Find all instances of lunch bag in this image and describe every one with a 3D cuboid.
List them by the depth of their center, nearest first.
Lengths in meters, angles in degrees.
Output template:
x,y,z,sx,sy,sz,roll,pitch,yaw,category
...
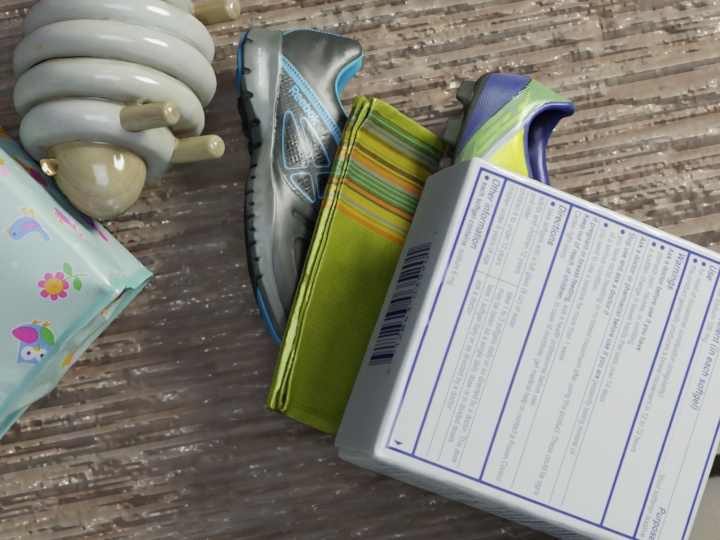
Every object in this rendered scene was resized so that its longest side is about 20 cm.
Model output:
x,y,z,sx,sy,sz,roll,pitch,yaw,category
-0.255,0.022,1.559,0.170,0.122,0.200,45,98,1,lunch bag

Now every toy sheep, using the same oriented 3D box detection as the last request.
x,y,z,sx,sy,sz,roll,pitch,yaw,category
-0.147,-0.125,1.574,0.137,0.138,0.201,8,68,1,toy sheep

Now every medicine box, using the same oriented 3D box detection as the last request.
x,y,z,sx,sy,sz,roll,pitch,yaw,category
0.113,0.057,1.515,0.199,0.103,0.183,21,82,-11,medicine box

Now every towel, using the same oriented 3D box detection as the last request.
x,y,z,sx,sy,sz,roll,pitch,yaw,category
0.000,0.000,1.584,0.018,0.086,0.201,9,80,43,towel

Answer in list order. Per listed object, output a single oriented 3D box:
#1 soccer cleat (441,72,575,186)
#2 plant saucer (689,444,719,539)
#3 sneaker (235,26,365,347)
x,y,z,sx,sy,sz,roll,pitch,yaw,category
0.080,-0.024,1.588,0.083,0.065,0.201,13,81,12,soccer cleat
0.233,0.206,1.579,0.199,0.029,0.201,0,83,0,plant saucer
-0.033,-0.053,1.591,0.081,0.073,0.201,-2,84,-4,sneaker
